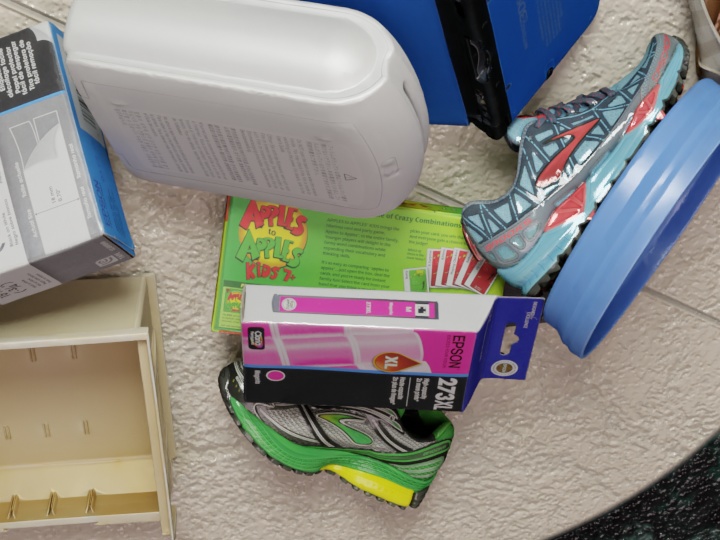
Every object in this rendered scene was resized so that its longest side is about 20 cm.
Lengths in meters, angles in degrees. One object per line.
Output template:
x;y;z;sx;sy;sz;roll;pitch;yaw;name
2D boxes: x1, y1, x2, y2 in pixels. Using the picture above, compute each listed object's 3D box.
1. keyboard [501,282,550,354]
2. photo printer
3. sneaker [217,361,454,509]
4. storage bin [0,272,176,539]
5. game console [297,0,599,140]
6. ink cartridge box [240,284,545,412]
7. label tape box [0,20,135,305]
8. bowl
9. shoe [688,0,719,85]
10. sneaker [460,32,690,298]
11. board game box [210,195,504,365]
0.042;0.019;0.923;0.197;0.040;0.106;-5;100;-4;keyboard
-0.058;-0.098;0.744;0.197;0.070;0.167;10;160;11;photo printer
-0.018;0.106;0.943;0.198;0.078;0.086;23;109;-27;sneaker
-0.239;0.111;0.905;0.197;0.094;0.201;-4;119;-4;storage bin
0.048;-0.174;0.752;0.171;0.118;0.200;-51;157;-9;game console
0.019;0.053;0.829;0.196;0.037;0.095;1;141;-2;ink cartridge box
-0.258;-0.049;0.787;0.197;0.063;0.146;-19;77;5;label tape box
0.188;-0.036;0.818;0.039;0.200;0.202;36;115;15;bowl
0.239;-0.199;0.799;0.069;0.054;0.202;-16;120;4;shoe
0.139;-0.086;0.823;0.095;0.079;0.201;36;83;10;sneaker
0.000;0.000;0.871;0.197;0.048;0.103;7;98;-8;board game box
